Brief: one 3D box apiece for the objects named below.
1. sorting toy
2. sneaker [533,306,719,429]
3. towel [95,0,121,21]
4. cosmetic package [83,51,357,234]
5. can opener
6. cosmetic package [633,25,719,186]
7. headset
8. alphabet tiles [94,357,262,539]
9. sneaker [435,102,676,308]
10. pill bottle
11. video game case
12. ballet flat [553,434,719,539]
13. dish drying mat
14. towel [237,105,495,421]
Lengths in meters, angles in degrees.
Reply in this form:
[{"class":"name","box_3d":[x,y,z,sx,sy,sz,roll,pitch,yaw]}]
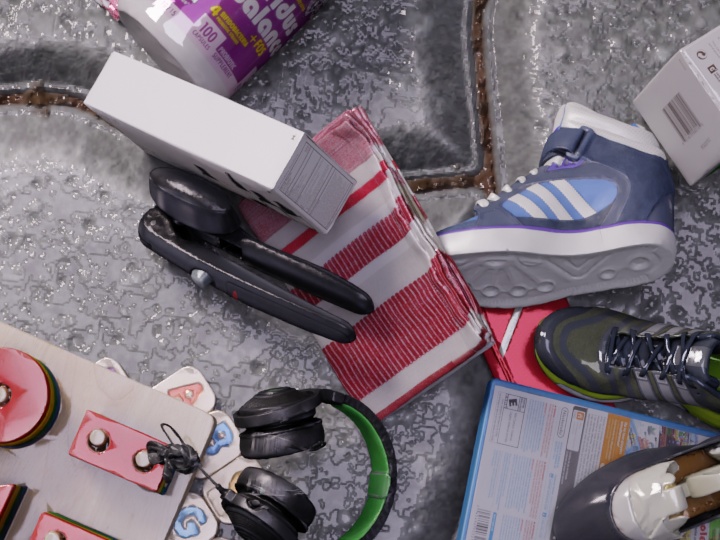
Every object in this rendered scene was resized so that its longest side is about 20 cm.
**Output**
[{"class":"sorting toy","box_3d":[-0.234,0.158,1.291,0.197,0.070,0.201,23,82,5]},{"class":"sneaker","box_3d":[0.225,0.064,1.314,0.198,0.081,0.075,11,73,-5]},{"class":"towel","box_3d":[-0.198,-0.309,1.409,0.146,0.030,0.200,-42,83,-8]},{"class":"cosmetic package","box_3d":[-0.104,-0.093,1.299,0.199,0.083,0.051,25,80,36]},{"class":"can opener","box_3d":[-0.082,-0.002,1.319,0.199,0.079,0.064,33,77,18]},{"class":"cosmetic package","box_3d":[0.314,-0.160,1.332,0.199,0.108,0.085,-31,82,-17]},{"class":"headset","box_3d":[-0.057,0.141,1.272,0.199,0.094,0.125,12,81,-28]},{"class":"alphabet tiles","box_3d":[-0.173,0.171,1.330,0.195,0.015,0.201,-33,81,-6]},{"class":"sneaker","box_3d":[0.135,-0.057,1.345,0.198,0.081,0.147,-5,55,3]},{"class":"pill bottle","box_3d":[-0.079,-0.228,1.354,0.112,0.112,0.200,44,83,7]},{"class":"video game case","box_3d":[0.175,0.172,1.314,0.198,0.018,0.144,14,78,-8]},{"class":"ballet flat","box_3d":[0.234,0.155,1.284,0.198,0.073,0.074,-17,80,-12]},{"class":"dish drying mat","box_3d":[0.148,0.096,1.346,0.076,0.018,0.201,-22,81,-6]},{"class":"towel","box_3d":[0.000,0.000,1.315,0.144,0.023,0.201,-38,79,38]}]
